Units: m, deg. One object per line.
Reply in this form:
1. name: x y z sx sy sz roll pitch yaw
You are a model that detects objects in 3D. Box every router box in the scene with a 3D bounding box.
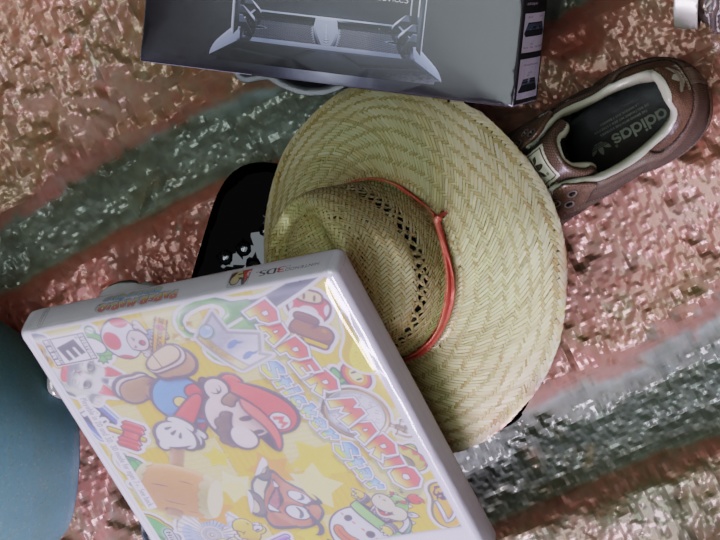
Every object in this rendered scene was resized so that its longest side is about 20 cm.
1. router box: -0.005 -0.172 1.382 0.200 0.052 0.157 9 100 16

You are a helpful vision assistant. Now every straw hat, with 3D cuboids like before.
1. straw hat: 0.000 0.000 1.403 0.201 0.085 0.201 2 93 35

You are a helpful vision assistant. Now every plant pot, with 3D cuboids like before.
1. plant pot: -0.229 0.101 1.517 0.135 0.200 0.200 2 100 -18

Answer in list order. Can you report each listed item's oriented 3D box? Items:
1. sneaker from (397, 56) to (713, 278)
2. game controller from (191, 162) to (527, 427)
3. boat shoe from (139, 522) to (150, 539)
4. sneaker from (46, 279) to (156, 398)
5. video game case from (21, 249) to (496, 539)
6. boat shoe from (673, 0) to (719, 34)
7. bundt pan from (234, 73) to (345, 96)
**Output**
1. sneaker: 0.087 -0.051 1.425 0.200 0.076 0.070 -35 77 9
2. game controller: 0.007 0.013 1.491 0.200 0.042 0.104 18 103 14
3. boat shoe: -0.068 0.202 1.531 0.075 0.062 0.200 -27 89 21
4. sneaker: -0.090 0.100 1.499 0.200 0.087 0.075 43 141 6
5. video game case: -0.050 0.084 1.408 0.182 0.023 0.200 -11 125 26
6. boat shoe: 0.200 -0.215 1.384 0.059 0.072 0.200 10 105 10
7. bundt pan: -0.015 -0.194 1.450 0.202 0.076 0.202 3 99 18
